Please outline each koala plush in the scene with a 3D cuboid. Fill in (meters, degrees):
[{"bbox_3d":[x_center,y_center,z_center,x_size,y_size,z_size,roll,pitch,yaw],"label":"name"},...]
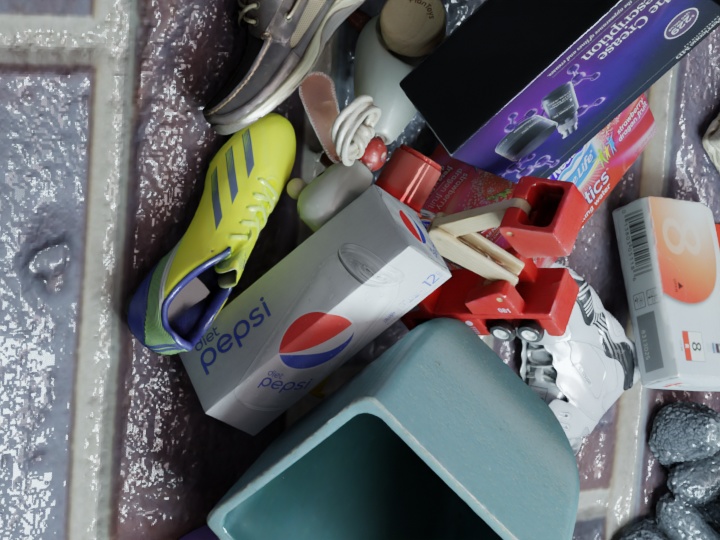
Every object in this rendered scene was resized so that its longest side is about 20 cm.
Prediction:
[{"bbox_3d":[0.367,0.229,1.735,0.183,0.200,0.178,15,91,-37],"label":"koala plush"}]

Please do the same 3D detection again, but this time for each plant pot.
[{"bbox_3d":[0.047,0.150,1.444,0.196,0.196,0.200,45,37,-7],"label":"plant pot"}]

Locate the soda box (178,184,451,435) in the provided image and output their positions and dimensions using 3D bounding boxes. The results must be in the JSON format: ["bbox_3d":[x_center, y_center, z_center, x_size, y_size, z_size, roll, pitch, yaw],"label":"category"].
[{"bbox_3d":[-0.035,0.031,1.419,0.200,0.068,0.063,-39,143,15],"label":"soda box"}]

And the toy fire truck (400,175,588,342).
[{"bbox_3d":[0.092,-0.006,1.449,0.141,0.200,0.049,51,51,-40],"label":"toy fire truck"}]

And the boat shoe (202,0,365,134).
[{"bbox_3d":[-0.058,-0.187,1.430,0.073,0.074,0.200,43,71,-18],"label":"boat shoe"}]

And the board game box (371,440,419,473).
[{"bbox_3d":[0.054,0.194,1.600,0.200,0.045,0.152,-37,118,-23],"label":"board game box"}]

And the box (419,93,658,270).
[{"bbox_3d":[0.136,-0.086,1.554,0.200,0.095,0.100,-50,139,-16],"label":"box"}]

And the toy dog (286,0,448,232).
[{"bbox_3d":[-0.005,-0.131,1.455,0.200,0.096,0.132,-51,157,-35],"label":"toy dog"}]

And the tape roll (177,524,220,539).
[{"bbox_3d":[-0.086,0.298,1.499,0.200,0.085,0.201,-9,106,-33],"label":"tape roll"}]

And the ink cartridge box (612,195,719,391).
[{"bbox_3d":[0.314,0.025,1.703,0.200,0.050,0.163,4,72,-37],"label":"ink cartridge box"}]

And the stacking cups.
[{"bbox_3d":[0.000,0.000,1.491,0.060,0.060,0.200,34,89,-36],"label":"stacking cups"}]

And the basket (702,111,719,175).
[{"bbox_3d":[0.416,-0.093,1.742,0.136,0.123,0.200,-51,124,-22],"label":"basket"}]

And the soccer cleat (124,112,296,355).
[{"bbox_3d":[-0.096,-0.024,1.421,0.065,0.084,0.200,40,76,-34],"label":"soccer cleat"}]

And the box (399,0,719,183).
[{"bbox_3d":[0.149,-0.160,1.400,0.200,0.079,0.141,-42,156,19],"label":"box"}]

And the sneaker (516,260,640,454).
[{"bbox_3d":[0.156,0.070,1.626,0.200,0.075,0.115,45,71,-37],"label":"sneaker"}]
